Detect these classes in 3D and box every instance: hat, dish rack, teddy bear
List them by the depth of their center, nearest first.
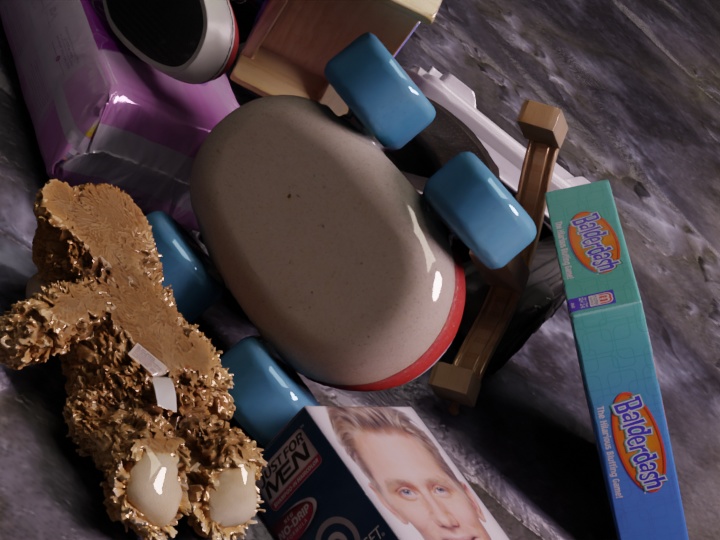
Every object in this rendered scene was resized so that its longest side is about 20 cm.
[{"bbox_3d":[-0.117,0.052,1.050,0.145,0.067,0.200,-17,67,-53],"label":"teddy bear"},{"bbox_3d":[-0.009,-0.070,1.379,0.201,0.081,0.201,26,20,-10],"label":"hat"},{"bbox_3d":[0.103,-0.090,1.596,0.200,0.044,0.172,37,4,-9],"label":"dish rack"}]

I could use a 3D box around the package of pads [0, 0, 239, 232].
[{"bbox_3d":[-0.142,-0.116,1.275,0.120,0.076,0.200,24,28,-37],"label":"package of pads"}]

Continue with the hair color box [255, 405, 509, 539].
[{"bbox_3d":[0.036,0.160,1.082,0.100,0.061,0.200,6,41,-55],"label":"hair color box"}]

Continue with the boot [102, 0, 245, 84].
[{"bbox_3d":[-0.089,-0.169,1.271,0.144,0.072,0.200,17,29,-43],"label":"boot"}]

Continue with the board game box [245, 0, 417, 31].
[{"bbox_3d":[-0.038,-0.196,1.524,0.134,0.045,0.200,38,-2,-9],"label":"board game box"}]

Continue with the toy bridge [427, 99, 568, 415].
[{"bbox_3d":[0.088,-0.003,1.341,0.027,0.200,0.067,15,-14,18],"label":"toy bridge"}]

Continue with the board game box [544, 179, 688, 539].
[{"bbox_3d":[0.159,0.067,1.321,0.152,0.045,0.200,-93,168,-59],"label":"board game box"}]

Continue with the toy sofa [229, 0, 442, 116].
[{"bbox_3d":[-0.004,-0.163,1.223,0.083,0.098,0.200,25,-20,-7],"label":"toy sofa"}]

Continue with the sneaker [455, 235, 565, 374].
[{"bbox_3d":[0.098,0.001,1.458,0.091,0.076,0.200,38,20,8],"label":"sneaker"}]

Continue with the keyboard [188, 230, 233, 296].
[{"bbox_3d":[-0.059,-0.025,1.330,0.056,0.011,0.200,42,22,1],"label":"keyboard"}]

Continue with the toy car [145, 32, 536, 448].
[{"bbox_3d":[0.000,0.000,1.206,0.177,0.184,0.200,51,5,22],"label":"toy car"}]
